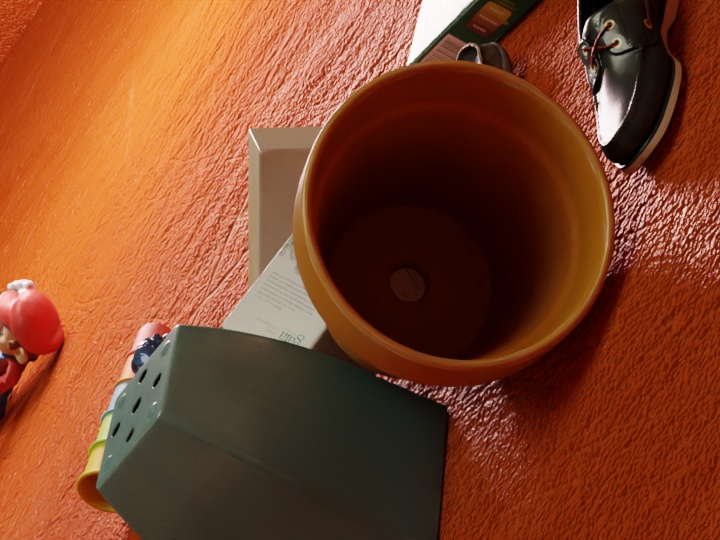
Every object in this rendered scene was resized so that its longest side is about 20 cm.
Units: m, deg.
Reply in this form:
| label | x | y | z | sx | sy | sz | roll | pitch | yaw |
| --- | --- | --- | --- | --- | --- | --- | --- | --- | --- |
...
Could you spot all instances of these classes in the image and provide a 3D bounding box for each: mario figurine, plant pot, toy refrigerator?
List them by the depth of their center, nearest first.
| label | x | y | z | sx | sy | sz | roll | pitch | yaw |
| --- | --- | --- | --- | --- | --- | --- | --- | --- | --- |
| plant pot | 0.046 | -0.010 | 1.597 | 0.183 | 0.199 | 0.201 | 122 | 171 | -70 |
| plant pot | -0.066 | 0.135 | 1.641 | 0.141 | 0.199 | 0.142 | -48 | 22 | 36 |
| toy refrigerator | -0.045 | -0.004 | 1.848 | 0.070 | 0.075 | 0.201 | -118 | 27 | -69 |
| mario figurine | -0.422 | 0.086 | 2.863 | 0.200 | 0.105 | 0.124 | -56 | 51 | 43 |

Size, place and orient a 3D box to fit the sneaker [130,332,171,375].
| label | x | y | z | sx | sy | sz | roll | pitch | yaw |
| --- | --- | --- | --- | --- | --- | --- | --- | --- | --- |
| sneaker | -0.094 | 0.118 | 1.754 | 0.085 | 0.200 | 0.077 | -53 | 36 | 3 |

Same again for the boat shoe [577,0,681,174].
| label | x | y | z | sx | sy | sz | roll | pitch | yaw |
| --- | --- | --- | --- | --- | --- | --- | --- | --- | --- |
| boat shoe | 0.172 | -0.144 | 1.626 | 0.074 | 0.063 | 0.202 | -44 | 26 | 39 |

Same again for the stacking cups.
| label | x | y | z | sx | sy | sz | roll | pitch | yaw |
| --- | --- | --- | --- | --- | --- | --- | --- | --- | --- |
| stacking cups | -0.210 | 0.130 | 2.298 | 0.060 | 0.060 | 0.201 | -43 | 23 | 45 |

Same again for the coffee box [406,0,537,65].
| label | x | y | z | sx | sy | sz | roll | pitch | yaw |
| --- | --- | --- | --- | --- | --- | --- | --- | --- | --- |
| coffee box | 0.112 | -0.244 | 1.968 | 0.200 | 0.044 | 0.123 | -44 | 25 | 46 |

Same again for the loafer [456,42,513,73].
| label | x | y | z | sx | sy | sz | roll | pitch | yaw |
| --- | --- | --- | --- | --- | --- | --- | --- | --- | --- |
| loafer | 0.054 | -0.091 | 1.857 | 0.073 | 0.071 | 0.201 | -14 | 51 | 67 |

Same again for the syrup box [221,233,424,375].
| label | x | y | z | sx | sy | sz | roll | pitch | yaw |
| --- | --- | --- | --- | --- | --- | --- | --- | --- | --- |
| syrup box | 0.000 | 0.000 | 1.745 | 0.079 | 0.082 | 0.200 | 26 | 73 | 38 |
